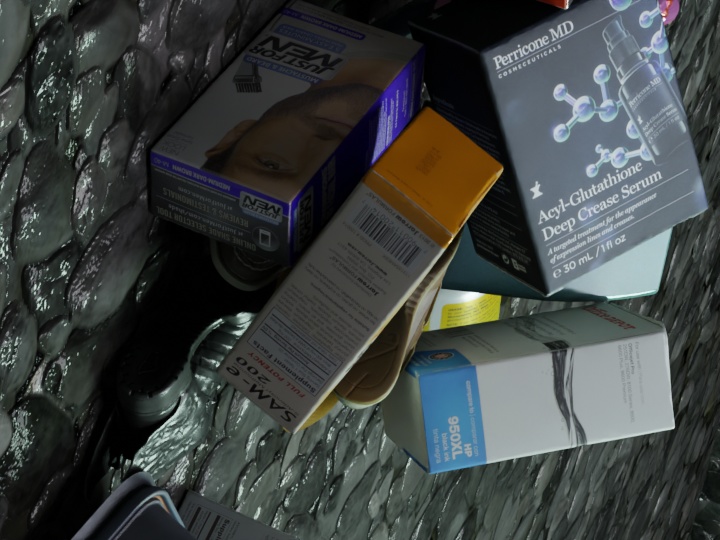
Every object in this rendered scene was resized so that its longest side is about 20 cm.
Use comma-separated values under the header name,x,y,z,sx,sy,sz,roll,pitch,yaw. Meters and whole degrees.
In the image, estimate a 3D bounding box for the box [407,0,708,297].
name,x,y,z,sx,sy,sz,roll,pitch,yaw
box,0.144,-0.111,1.604,0.148,0.107,0.200,-28,118,-18

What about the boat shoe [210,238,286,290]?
name,x,y,z,sx,sy,sz,roll,pitch,yaw
boat shoe,-0.044,-0.069,1.609,0.060,0.072,0.200,-36,-162,49

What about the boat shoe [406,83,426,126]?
name,x,y,z,sx,sy,sz,roll,pitch,yaw
boat shoe,0.025,-0.096,1.818,0.200,0.060,0.074,-66,160,-9

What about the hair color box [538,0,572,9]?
name,x,y,z,sx,sy,sz,roll,pitch,yaw
hair color box,0.077,-0.263,1.558,0.111,0.200,0.064,-55,157,-37

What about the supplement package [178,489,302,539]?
name,x,y,z,sx,sy,sz,roll,pitch,yaw
supplement package,-0.116,0.304,1.780,0.200,0.111,0.156,-63,161,-14

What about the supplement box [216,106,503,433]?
name,x,y,z,sx,sy,sz,roll,pitch,yaw
supplement box,0.000,0.000,1.512,0.200,0.073,0.126,-51,180,31

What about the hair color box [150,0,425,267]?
name,x,y,z,sx,sy,sz,roll,pitch,yaw
hair color box,-0.048,-0.098,1.533,0.200,0.109,0.065,-53,156,-40

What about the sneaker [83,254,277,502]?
name,x,y,z,sx,sy,sz,roll,pitch,yaw
sneaker,-0.126,0.076,1.589,0.200,0.060,0.104,-49,155,-37

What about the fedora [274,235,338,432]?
name,x,y,z,sx,sy,sz,roll,pitch,yaw
fedora,-0.042,0.023,1.723,0.201,0.082,0.201,-55,158,-36

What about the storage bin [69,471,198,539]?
name,x,y,z,sx,sy,sz,roll,pitch,yaw
storage bin,-0.154,0.268,1.534,0.200,0.134,0.146,-48,156,-18

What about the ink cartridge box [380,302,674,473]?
name,x,y,z,sx,sy,sz,roll,pitch,yaw
ink cartridge box,0.125,0.087,1.730,0.145,0.200,0.084,-147,-131,-75

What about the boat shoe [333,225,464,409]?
name,x,y,z,sx,sy,sz,roll,pitch,yaw
boat shoe,0.023,0.011,1.666,0.066,0.074,0.200,106,9,-72

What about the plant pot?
name,x,y,z,sx,sy,sz,roll,pitch,yaw
plant pot,0.149,-0.047,1.833,0.141,0.200,0.142,-149,-110,-74

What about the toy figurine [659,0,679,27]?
name,x,y,z,sx,sy,sz,roll,pitch,yaw
toy figurine,0.206,-0.193,1.734,0.184,0.150,0.200,-53,-178,44

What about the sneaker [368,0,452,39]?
name,x,y,z,sx,sy,sz,roll,pitch,yaw
sneaker,0.088,-0.178,1.699,0.070,0.200,0.082,-15,86,-64

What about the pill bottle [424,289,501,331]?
name,x,y,z,sx,sy,sz,roll,pitch,yaw
pill bottle,0.070,0.019,1.989,0.112,0.112,0.200,-52,156,-41
